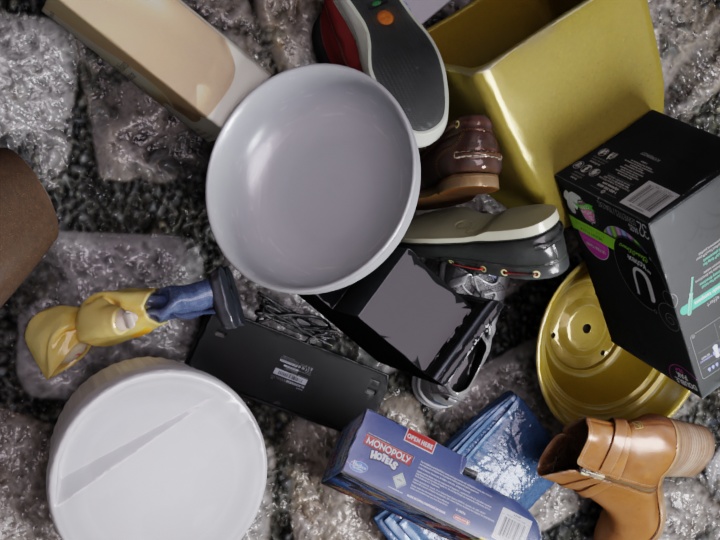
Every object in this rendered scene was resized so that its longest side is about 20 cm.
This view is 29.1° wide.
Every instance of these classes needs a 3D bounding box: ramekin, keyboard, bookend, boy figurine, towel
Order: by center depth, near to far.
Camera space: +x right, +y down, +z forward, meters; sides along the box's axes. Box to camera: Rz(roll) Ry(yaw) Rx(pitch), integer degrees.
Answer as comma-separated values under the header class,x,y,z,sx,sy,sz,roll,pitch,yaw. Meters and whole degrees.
class,x,y,z,sx,sy,sz,roll,pitch,yaw
boy figurine,-0.209,0.046,1.251,0.197,0.124,0.065,-16,90,2
ramekin,-0.190,0.171,1.253,0.200,0.094,0.205,-6,108,-20
bookend,0.000,0.000,1.274,0.199,0.199,0.092,40,82,-14
keyboard,-0.064,0.084,1.349,0.198,0.040,0.105,23,107,-18
towel,0.114,0.222,1.394,0.200,0.048,0.112,-41,103,-13

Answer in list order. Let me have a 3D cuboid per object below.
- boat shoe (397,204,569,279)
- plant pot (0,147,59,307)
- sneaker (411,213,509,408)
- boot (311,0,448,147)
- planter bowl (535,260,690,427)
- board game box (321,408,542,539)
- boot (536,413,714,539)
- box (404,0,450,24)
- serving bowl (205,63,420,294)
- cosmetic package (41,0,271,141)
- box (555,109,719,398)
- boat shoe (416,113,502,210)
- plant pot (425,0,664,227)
class,x,y,z,sx,sy,sz,roll,pitch,yaw
boat shoe,0.108,-0.023,1.319,0.074,0.200,0.064,-39,118,-39
plant pot,-0.365,-0.018,1.182,0.199,0.186,0.188,-35,101,-29
sneaker,0.115,0.043,1.372,0.074,0.082,0.203,16,86,-17
boot,0.014,-0.180,1.291,0.072,0.145,0.202,-18,70,-19
planter bowl,0.247,0.066,1.408,0.198,0.083,0.203,-4,102,-20
board game box,0.047,0.195,1.281,0.198,0.200,0.062,28,77,-15
boot,0.239,0.211,1.376,0.153,0.074,0.201,8,127,-26
box,0.064,-0.338,1.314,0.199,0.041,0.157,-37,93,17
serving bowl,-0.034,-0.073,1.206,0.197,0.066,0.203,-5,77,21
cosmetic package,-0.187,-0.207,1.260,0.199,0.105,0.071,38,81,-13
box,0.289,-0.016,1.267,0.124,0.148,0.202,-33,122,-12
boat shoe,0.081,-0.098,1.300,0.069,0.200,0.071,-2,85,-20
plant pot,0.176,-0.159,1.339,0.194,0.194,0.202,-32,113,-15
